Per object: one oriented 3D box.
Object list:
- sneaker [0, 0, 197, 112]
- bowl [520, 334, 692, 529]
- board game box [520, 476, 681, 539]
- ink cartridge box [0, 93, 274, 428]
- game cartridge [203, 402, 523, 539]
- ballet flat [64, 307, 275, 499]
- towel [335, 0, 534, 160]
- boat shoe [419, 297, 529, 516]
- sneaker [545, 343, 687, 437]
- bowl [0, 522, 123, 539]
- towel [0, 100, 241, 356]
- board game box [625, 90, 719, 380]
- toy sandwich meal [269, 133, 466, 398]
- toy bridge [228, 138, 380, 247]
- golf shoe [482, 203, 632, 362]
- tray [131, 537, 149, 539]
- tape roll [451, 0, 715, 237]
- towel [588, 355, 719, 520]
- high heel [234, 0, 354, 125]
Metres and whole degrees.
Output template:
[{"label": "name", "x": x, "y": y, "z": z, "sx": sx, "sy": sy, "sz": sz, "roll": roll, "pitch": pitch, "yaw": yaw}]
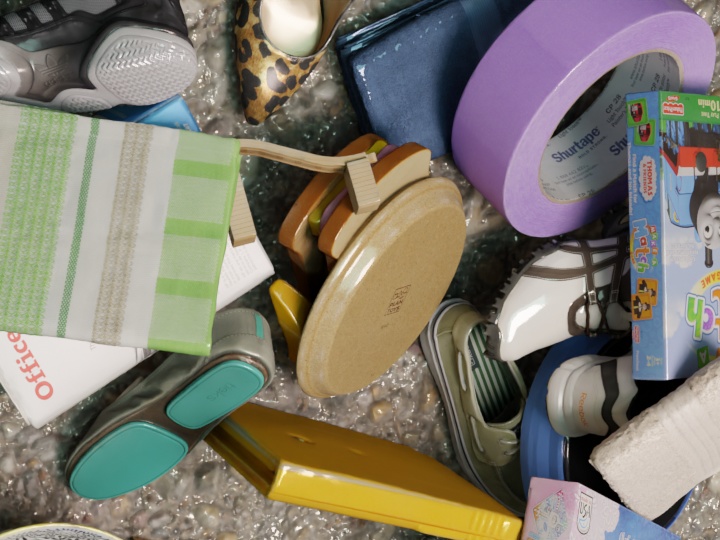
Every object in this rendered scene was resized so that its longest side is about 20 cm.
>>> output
[{"label": "sneaker", "x": -0.205, "y": -0.165, "z": 1.161, "sx": 0.198, "sy": 0.076, "sz": 0.115, "roll": -4, "pitch": 68, "yaw": 5}, {"label": "bowl", "x": 0.207, "y": 0.130, "z": 1.399, "sx": 0.200, "sy": 0.039, "sz": 0.203, "roll": -8, "pitch": 101, "yaw": -42}, {"label": "board game box", "x": 0.166, "y": 0.270, "z": 1.283, "sx": 0.200, "sy": 0.043, "sz": 0.201, "roll": 30, "pitch": 66, "yaw": -54}, {"label": "ink cartridge box", "x": -0.182, "y": -0.013, "z": 1.201, "sx": 0.199, "sy": 0.086, "sz": 0.147, "roll": -33, "pitch": 113, "yaw": -12}, {"label": "game cartridge", "x": -0.006, "y": 0.145, "z": 1.268, "sx": 0.199, "sy": 0.176, "sz": 0.033, "roll": 19, "pitch": 94, "yaw": -26}, {"label": "ballet flat", "x": -0.133, "y": 0.093, "z": 1.249, "sx": 0.200, "sy": 0.064, "sz": 0.067, "roll": -37, "pitch": 127, "yaw": 28}, {"label": "towel", "x": 0.082, "y": -0.155, "z": 1.303, "sx": 0.199, "sy": 0.048, "sz": 0.112, "roll": -27, "pitch": 117, "yaw": -17}, {"label": "boat shoe", "x": 0.104, "y": 0.115, "z": 1.373, "sx": 0.072, "sy": 0.062, "sz": 0.201, "roll": -33, "pitch": 114, "yaw": -13}, {"label": "sneaker", "x": 0.230, "y": 0.085, "z": 1.335, "sx": 0.199, "sy": 0.080, "sz": 0.074, "roll": -22, "pitch": 109, "yaw": -41}, {"label": "bowl", "x": -0.235, "y": 0.257, "z": 1.240, "sx": 0.199, "sy": 0.094, "sz": 0.203, "roll": -6, "pitch": 106, "yaw": -22}, {"label": "towel", "x": -0.182, "y": -0.027, "z": 1.118, "sx": 0.198, "sy": 0.031, "sz": 0.151, "roll": 9, "pitch": 74, "yaw": -3}, {"label": "board game box", "x": 0.252, "y": -0.025, "z": 1.283, "sx": 0.151, "sy": 0.036, "sz": 0.202, "roll": -1, "pitch": 91, "yaw": -44}, {"label": "toy sandwich meal", "x": 0.000, "y": 0.000, "z": 1.271, "sx": 0.205, "sy": 0.070, "sz": 0.206, "roll": -44, "pitch": 155, "yaw": -27}, {"label": "toy bridge", "x": -0.084, "y": -0.050, "z": 1.159, "sx": 0.198, "sy": 0.027, "sz": 0.068, "roll": -15, "pitch": 80, "yaw": -10}, {"label": "golf shoe", "x": 0.181, "y": 0.017, "z": 1.313, "sx": 0.199, "sy": 0.094, "sz": 0.078, "roll": -32, "pitch": 141, "yaw": -22}, {"label": "tray", "x": -0.091, "y": 0.271, "z": 1.341, "sx": 0.199, "sy": 0.037, "sz": 0.099, "roll": 15, "pitch": 96, "yaw": -25}, {"label": "tape roll", "x": 0.163, "y": -0.122, "z": 1.283, "sx": 0.199, "sy": 0.066, "sz": 0.201, "roll": -29, "pitch": 146, "yaw": -22}, {"label": "towel", "x": 0.239, "y": 0.126, "z": 1.289, "sx": 0.132, "sy": 0.035, "sz": 0.200, "roll": -37, "pitch": 156, "yaw": 4}, {"label": "high heel", "x": -0.026, "y": -0.187, "z": 1.195, "sx": 0.071, "sy": 0.142, "sz": 0.202, "roll": 18, "pitch": 95, "yaw": -26}]
